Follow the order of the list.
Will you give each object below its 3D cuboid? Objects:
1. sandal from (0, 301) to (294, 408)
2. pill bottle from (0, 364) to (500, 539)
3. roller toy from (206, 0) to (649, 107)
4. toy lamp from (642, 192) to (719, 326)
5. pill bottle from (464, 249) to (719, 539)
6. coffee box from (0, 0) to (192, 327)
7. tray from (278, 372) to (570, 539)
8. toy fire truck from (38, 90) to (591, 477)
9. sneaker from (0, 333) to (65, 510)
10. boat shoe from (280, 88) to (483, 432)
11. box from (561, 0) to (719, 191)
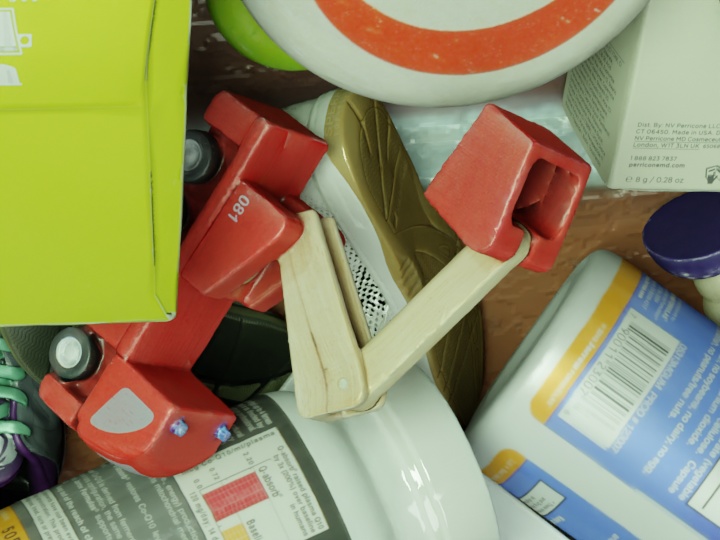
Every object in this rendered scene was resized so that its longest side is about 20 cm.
[{"bbox_3d":[-0.094,0.021,0.963,0.080,0.057,0.201,-49,145,1],"label":"sandal"},{"bbox_3d":[-0.052,0.118,0.933,0.200,0.116,0.117,-23,125,-13],"label":"pill bottle"},{"bbox_3d":[0.027,-0.161,0.838,0.182,0.140,0.200,-15,126,-7],"label":"roller toy"},{"bbox_3d":[0.185,0.055,1.066,0.058,0.058,0.200,-23,124,2],"label":"toy lamp"},{"bbox_3d":[0.152,0.090,0.992,0.200,0.112,0.112,35,111,0],"label":"pill bottle"},{"bbox_3d":[-0.167,-0.112,0.793,0.199,0.198,0.200,-1,122,-13],"label":"coffee box"},{"bbox_3d":[0.026,0.136,1.007,0.200,0.022,0.107,37,85,5],"label":"tray"},{"bbox_3d":[-0.021,0.008,0.854,0.200,0.141,0.049,-58,149,11],"label":"toy fire truck"},{"bbox_3d":[-0.151,0.036,0.955,0.074,0.088,0.200,-11,123,-6],"label":"sneaker"},{"bbox_3d":[0.000,0.000,0.988,0.069,0.071,0.200,-5,135,21],"label":"boat shoe"},{"bbox_3d":[0.136,-0.136,0.922,0.068,0.082,0.200,1,122,-13],"label":"box"}]
